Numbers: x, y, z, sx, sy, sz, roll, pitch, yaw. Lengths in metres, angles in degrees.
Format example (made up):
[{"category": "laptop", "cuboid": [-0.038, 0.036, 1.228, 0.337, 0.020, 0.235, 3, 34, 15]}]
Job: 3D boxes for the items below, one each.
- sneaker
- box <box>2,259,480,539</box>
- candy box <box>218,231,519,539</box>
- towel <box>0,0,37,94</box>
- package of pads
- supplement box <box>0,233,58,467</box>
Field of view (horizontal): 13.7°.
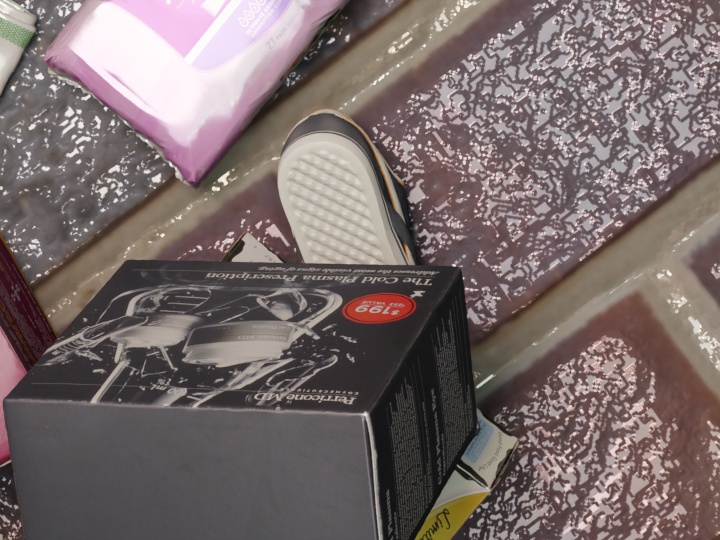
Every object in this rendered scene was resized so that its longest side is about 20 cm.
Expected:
[{"category": "sneaker", "cuboid": [0.000, 0.000, 1.738, 0.078, 0.080, 0.201, -7, 116, 7]}, {"category": "box", "cuboid": [-0.058, 0.077, 1.570, 0.199, 0.182, 0.105, 1, 115, 17]}, {"category": "candy box", "cuboid": [-0.030, 0.093, 1.711, 0.200, 0.061, 0.137, 36, 124, -1]}, {"category": "towel", "cuboid": [-0.300, -0.100, 1.759, 0.149, 0.031, 0.201, 31, 92, 1]}, {"category": "package of pads", "cuboid": [-0.080, -0.160, 1.731, 0.120, 0.076, 0.200, 39, 92, -1]}, {"category": "supplement box", "cuboid": [-0.240, 0.062, 1.672, 0.130, 0.200, 0.104, -28, 99, 0]}]
